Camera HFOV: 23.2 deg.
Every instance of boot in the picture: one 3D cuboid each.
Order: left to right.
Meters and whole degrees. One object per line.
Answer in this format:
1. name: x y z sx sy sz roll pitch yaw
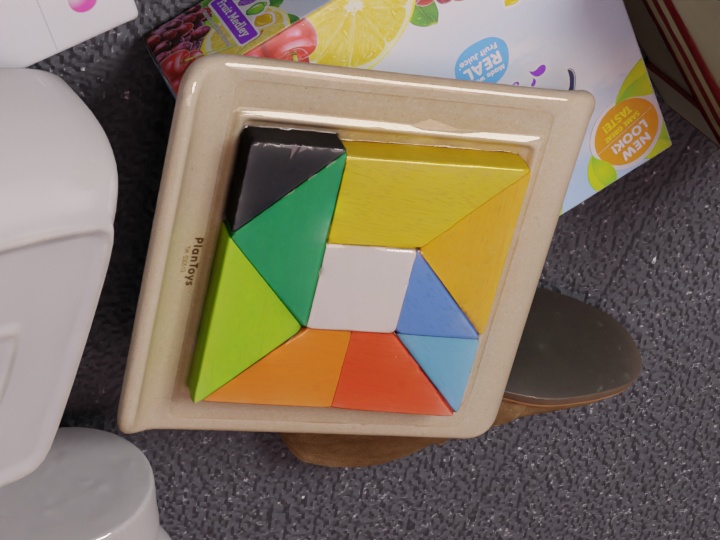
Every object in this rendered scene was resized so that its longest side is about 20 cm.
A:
1. boot: 0.049 0.058 0.915 0.198 0.074 0.076 -4 140 -19

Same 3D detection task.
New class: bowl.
1. bowl: -0.179 0.028 0.699 0.199 0.074 0.201 -17 135 -53

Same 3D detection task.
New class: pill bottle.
1. pill bottle: -0.138 0.184 0.865 0.108 0.110 0.202 -13 124 -18

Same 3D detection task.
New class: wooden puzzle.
1. wooden puzzle: 0.000 0.000 0.780 0.198 0.037 0.187 1 121 -24

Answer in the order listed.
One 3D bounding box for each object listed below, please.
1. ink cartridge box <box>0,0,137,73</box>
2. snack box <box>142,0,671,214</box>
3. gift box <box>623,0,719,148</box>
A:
1. ink cartridge box: -0.207 -0.148 0.673 0.195 0.043 0.201 -26 128 -9
2. snack box: 0.027 -0.081 0.807 0.199 0.068 0.169 -30 128 -4
3. gift box: 0.216 -0.125 0.794 0.184 0.201 0.187 -36 129 5
